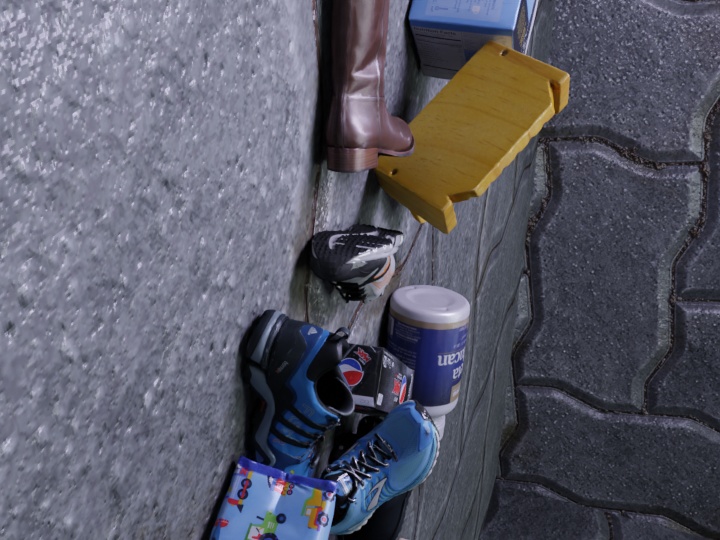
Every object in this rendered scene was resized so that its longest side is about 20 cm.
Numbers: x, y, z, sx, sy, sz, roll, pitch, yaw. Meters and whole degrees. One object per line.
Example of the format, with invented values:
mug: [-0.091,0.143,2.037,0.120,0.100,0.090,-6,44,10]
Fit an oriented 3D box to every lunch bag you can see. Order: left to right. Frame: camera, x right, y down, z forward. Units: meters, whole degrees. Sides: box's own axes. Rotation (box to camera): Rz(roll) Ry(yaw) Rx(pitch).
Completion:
lunch bag: [-0.083,0.282,0.740,0.201,0.092,0.152,94,12,-54]

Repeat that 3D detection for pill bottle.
pill bottle: [0.086,0.132,1.166,0.111,0.109,0.204,-41,139,-65]

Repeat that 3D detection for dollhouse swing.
dollhouse swing: [0.143,-0.123,0.985,0.200,0.181,0.176,-46,137,-6]

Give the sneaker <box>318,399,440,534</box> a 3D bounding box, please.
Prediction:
sneaker: [0.007,0.221,0.900,0.201,0.079,0.089,-51,155,20]

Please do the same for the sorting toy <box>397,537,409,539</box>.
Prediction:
sorting toy: [0.001,0.410,1.076,0.185,0.036,0.200,-47,161,-5]

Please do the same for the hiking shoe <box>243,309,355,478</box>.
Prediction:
hiking shoe: [-0.048,0.128,0.734,0.075,0.085,0.202,-62,157,-46]

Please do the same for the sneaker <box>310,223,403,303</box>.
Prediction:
sneaker: [0.000,0.000,0.851,0.200,0.072,0.082,-16,117,-72]

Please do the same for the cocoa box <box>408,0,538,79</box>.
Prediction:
cocoa box: [0.149,-0.351,1.038,0.131,0.131,0.203,54,49,-68]

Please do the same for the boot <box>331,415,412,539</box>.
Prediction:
boot: [0.005,0.274,1.052,0.167,0.076,0.202,21,98,-59]

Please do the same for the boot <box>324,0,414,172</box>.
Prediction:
boot: [0.015,-0.208,0.806,0.186,0.063,0.204,-47,139,-66]

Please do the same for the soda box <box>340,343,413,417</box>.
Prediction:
soda box: [0.009,0.128,0.962,0.200,0.069,0.065,49,49,-71]
